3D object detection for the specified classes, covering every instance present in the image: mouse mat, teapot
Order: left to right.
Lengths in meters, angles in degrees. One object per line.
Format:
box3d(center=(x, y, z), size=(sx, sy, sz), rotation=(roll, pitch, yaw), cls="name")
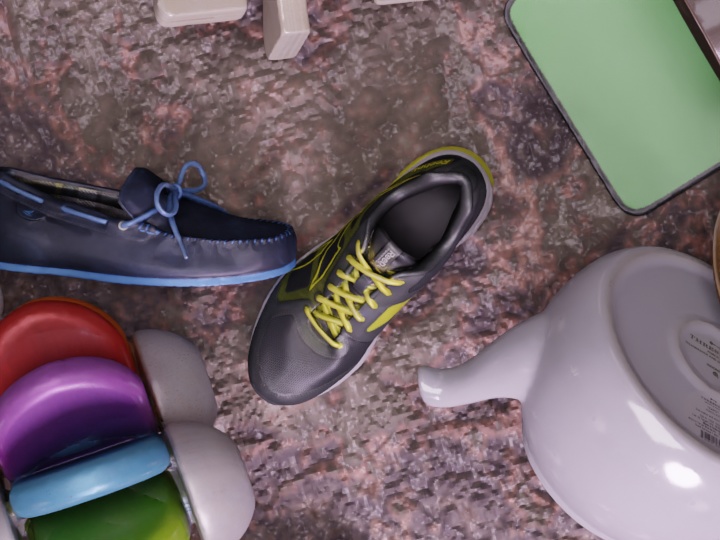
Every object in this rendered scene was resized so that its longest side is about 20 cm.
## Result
box3d(center=(0.170, 0.095, 1.357), size=(0.200, 0.197, 0.146), rotation=(56, 130, 20), cls="teapot")
box3d(center=(0.209, -0.148, 1.418), size=(0.200, 0.008, 0.161), rotation=(-31, 90, 4), cls="mouse mat")

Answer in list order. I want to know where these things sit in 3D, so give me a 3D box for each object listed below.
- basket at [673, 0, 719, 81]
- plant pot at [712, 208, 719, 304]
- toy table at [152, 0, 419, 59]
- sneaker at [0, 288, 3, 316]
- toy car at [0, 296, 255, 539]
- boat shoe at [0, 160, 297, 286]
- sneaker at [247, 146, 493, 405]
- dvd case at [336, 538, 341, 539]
box3d(center=(0.283, -0.193, 1.347), size=(0.200, 0.136, 0.181), rotation=(-30, 70, 7), cls="basket")
box3d(center=(0.295, 0.016, 1.361), size=(0.199, 0.028, 0.201), rotation=(9, 58, -16), cls="plant pot")
box3d(center=(-0.043, -0.209, 1.356), size=(0.199, 0.184, 0.118), rotation=(-10, 77, -5), cls="toy table")
box3d(center=(-0.310, 0.004, 1.412), size=(0.200, 0.076, 0.105), rotation=(36, 105, 23), cls="sneaker")
box3d(center=(-0.166, 0.096, 1.342), size=(0.174, 0.200, 0.150), rotation=(-18, 134, -7), cls="toy car")
box3d(center=(-0.138, -0.030, 1.399), size=(0.199, 0.084, 0.069), rotation=(2, 103, 1), cls="boat shoe")
box3d(center=(0.000, 0.000, 1.393), size=(0.074, 0.085, 0.200), rotation=(41, 93, 2), cls="sneaker")
box3d(center=(-0.024, 0.279, 1.372), size=(0.150, 0.025, 0.200), rotation=(46, 56, 1), cls="dvd case")
